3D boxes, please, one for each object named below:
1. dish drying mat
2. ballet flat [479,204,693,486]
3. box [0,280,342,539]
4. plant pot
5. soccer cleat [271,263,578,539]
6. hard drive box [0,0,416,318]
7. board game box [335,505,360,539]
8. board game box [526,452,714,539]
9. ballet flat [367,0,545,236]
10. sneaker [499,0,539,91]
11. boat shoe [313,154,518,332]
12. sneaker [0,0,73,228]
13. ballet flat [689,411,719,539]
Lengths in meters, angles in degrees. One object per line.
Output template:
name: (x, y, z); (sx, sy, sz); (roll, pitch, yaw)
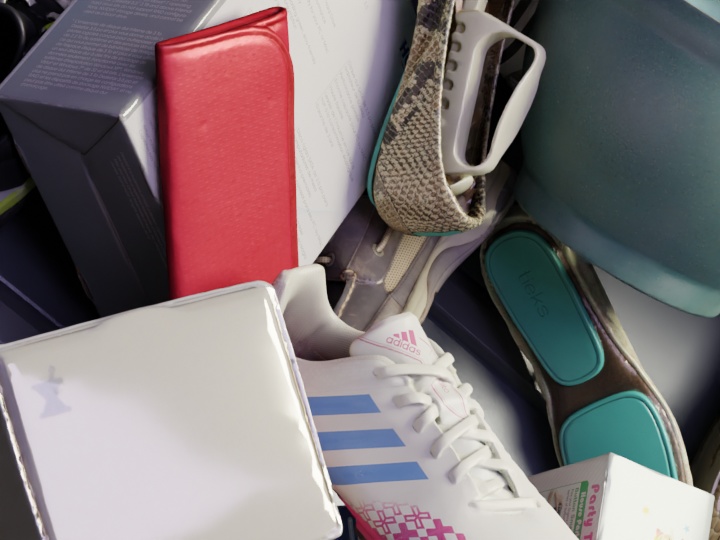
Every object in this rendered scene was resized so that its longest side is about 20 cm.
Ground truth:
dish drying mat: (-0.054, -0.009, 1.138); (0.077, 0.018, 0.201); (-22, 120, -42)
ballet flat: (0.123, 0.056, 1.335); (0.201, 0.067, 0.062); (68, 24, -6)
box: (-0.116, 0.088, 1.083); (0.127, 0.200, 0.110); (-14, 84, -30)
plant pot: (0.156, -0.062, 1.267); (0.199, 0.200, 0.135); (23, 105, -26)
soccer cleat: (0.025, 0.072, 1.087); (0.200, 0.087, 0.070); (34, 26, 23)
hard drive box: (-0.058, -0.082, 1.200); (0.200, 0.076, 0.156); (-54, 140, -33)
board game box: (-0.027, 0.212, 1.151); (0.034, 0.135, 0.201); (0, 76, -33)
board game box: (0.062, 0.174, 1.178); (0.064, 0.200, 0.148); (23, 66, -26)
ballet flat: (0.055, -0.113, 1.225); (0.068, 0.075, 0.201); (12, 88, -53)
sneaker: (0.140, -0.164, 1.395); (0.200, 0.076, 0.116); (-34, 98, -32)
boat shoe: (0.000, 0.000, 1.272); (0.073, 0.074, 0.200); (42, 50, -4)
sneaker: (-0.142, -0.097, 1.177); (0.071, 0.083, 0.201); (24, 60, 11)
ballet flat: (0.215, 0.077, 1.387); (0.046, 0.067, 0.200); (33, 55, -4)
